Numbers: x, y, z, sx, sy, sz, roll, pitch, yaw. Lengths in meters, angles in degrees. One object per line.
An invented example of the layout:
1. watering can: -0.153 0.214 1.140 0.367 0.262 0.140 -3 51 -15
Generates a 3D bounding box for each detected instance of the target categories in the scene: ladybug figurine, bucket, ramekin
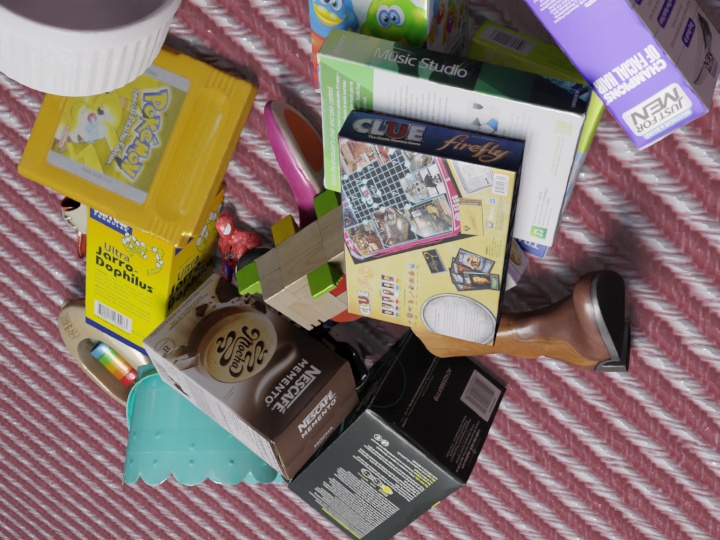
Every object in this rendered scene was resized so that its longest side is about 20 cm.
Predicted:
1. ladybug figurine: -0.307 0.105 1.203 0.135 0.072 0.200 -27 110 42
2. bucket: -0.179 0.183 1.090 0.204 0.137 0.207 -1 168 0
3. ramekin: -0.255 -0.247 0.806 0.199 0.201 0.105 33 145 1

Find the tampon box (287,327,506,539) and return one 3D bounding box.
1. tampon box: 0.038 0.185 1.015 0.126 0.150 0.200 38 135 -3

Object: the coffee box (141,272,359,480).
1. coffee box: -0.112 0.104 0.948 0.199 0.113 0.080 30 152 30

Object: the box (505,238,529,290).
1. box: 0.074 -0.068 0.801 0.038 0.042 0.201 -24 109 41

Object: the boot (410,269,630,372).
1. boot: 0.143 0.044 0.854 0.197 0.070 0.188 3 167 20

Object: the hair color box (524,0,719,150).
1. hair color box: 0.173 -0.199 0.655 0.200 0.110 0.065 47 134 -11

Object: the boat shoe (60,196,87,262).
1. boat shoe: -0.307 -0.083 1.041 0.072 0.062 0.201 57 142 31

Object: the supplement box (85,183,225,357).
1. supplement box: -0.233 -0.016 1.037 0.108 0.109 0.201 26 135 9

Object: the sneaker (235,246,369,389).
1. sneaker: -0.056 0.053 1.001 0.200 0.074 0.080 48 173 -21

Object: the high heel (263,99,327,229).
1. high heel: -0.067 -0.076 0.924 0.095 0.068 0.201 -14 131 25

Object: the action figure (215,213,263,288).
1. action figure: -0.123 0.023 1.051 0.065 0.052 0.202 4 125 33

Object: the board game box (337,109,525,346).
1. board game box: 0.053 -0.028 0.735 0.134 0.035 0.201 13 140 12

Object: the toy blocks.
1. toy blocks: 0.000 0.000 0.898 0.199 0.101 0.136 -31 142 19

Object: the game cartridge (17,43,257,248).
1. game cartridge: -0.222 -0.139 0.914 0.198 0.032 0.178 24 94 11

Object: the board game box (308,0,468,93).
1. board game box: 0.023 -0.243 0.709 0.102 0.105 0.202 13 131 19

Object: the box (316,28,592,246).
1. box: 0.066 -0.099 0.710 0.197 0.037 0.145 15 144 10

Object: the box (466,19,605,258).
1. box: 0.132 -0.100 0.802 0.121 0.048 0.202 24 133 13
